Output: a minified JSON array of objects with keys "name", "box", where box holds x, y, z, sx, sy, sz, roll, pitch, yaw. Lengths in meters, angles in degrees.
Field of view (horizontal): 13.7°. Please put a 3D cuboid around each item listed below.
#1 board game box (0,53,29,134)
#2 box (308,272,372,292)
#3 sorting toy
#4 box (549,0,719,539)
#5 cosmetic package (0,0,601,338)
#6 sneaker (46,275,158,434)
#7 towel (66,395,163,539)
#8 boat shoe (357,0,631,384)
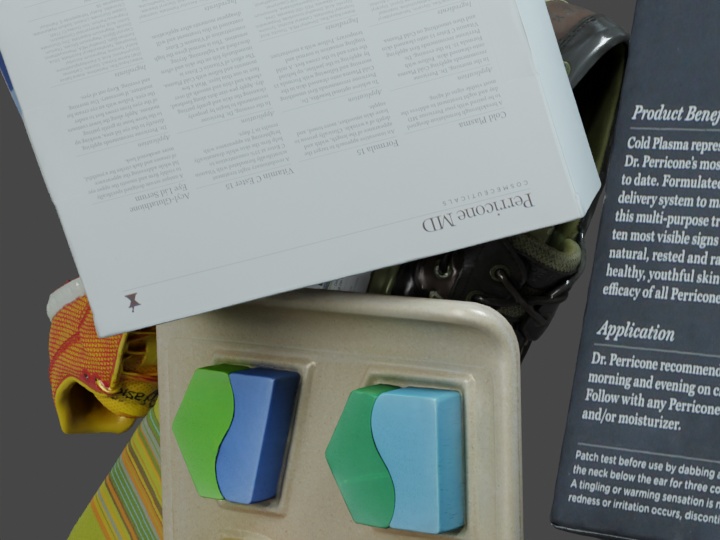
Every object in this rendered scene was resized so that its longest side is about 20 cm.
[{"name":"board game box","box":[-0.110,-0.114,1.338,0.034,0.135,0.200,-50,47,28]},{"name":"box","box":[0.000,0.000,1.262,0.110,0.035,0.200,24,97,48]},{"name":"sorting toy","box":[-0.014,0.105,1.184,0.185,0.036,0.200,4,104,40]},{"name":"box","box":[0.181,0.005,0.943,0.124,0.200,0.197,7,84,48]},{"name":"cosmetic package","box":[-0.027,-0.071,1.127,0.200,0.052,0.151,-14,102,18]},{"name":"sneaker","box":[-0.087,0.019,1.304,0.200,0.073,0.077,125,141,-62]},{"name":"towel","box":[-0.110,0.149,1.328,0.200,0.018,0.086,-56,47,34]},{"name":"boat shoe","box":[0.054,-0.011,1.178,0.065,0.073,0.200,20,99,47]}]
